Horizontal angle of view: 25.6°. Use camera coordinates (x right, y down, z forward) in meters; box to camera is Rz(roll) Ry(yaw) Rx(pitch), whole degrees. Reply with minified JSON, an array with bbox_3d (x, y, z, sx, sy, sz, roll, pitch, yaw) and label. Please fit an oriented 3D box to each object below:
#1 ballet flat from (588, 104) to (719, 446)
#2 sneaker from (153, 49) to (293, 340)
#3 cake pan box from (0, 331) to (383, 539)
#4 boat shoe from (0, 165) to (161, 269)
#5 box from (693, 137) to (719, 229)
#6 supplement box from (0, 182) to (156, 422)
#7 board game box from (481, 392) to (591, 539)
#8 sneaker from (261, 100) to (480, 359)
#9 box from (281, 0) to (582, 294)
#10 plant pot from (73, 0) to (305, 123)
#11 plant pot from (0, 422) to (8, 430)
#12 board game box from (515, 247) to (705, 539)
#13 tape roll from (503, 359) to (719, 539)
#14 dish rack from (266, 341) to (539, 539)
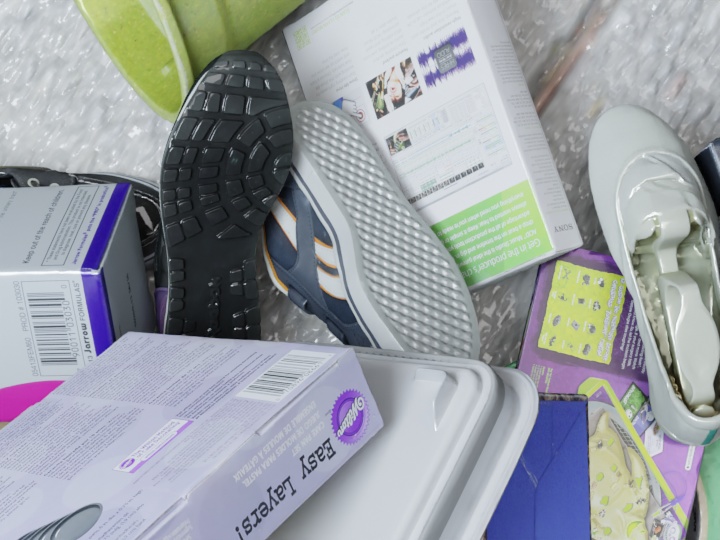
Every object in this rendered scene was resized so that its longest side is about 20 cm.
[{"bbox_3d":[0.178,-0.002,0.895,0.068,0.069,0.203,-11,83,-1],"label":"ballet flat"},{"bbox_3d":[-0.094,-0.038,0.931,0.075,0.088,0.202,2,114,-22],"label":"sneaker"},{"bbox_3d":[-0.112,0.099,0.752,0.200,0.183,0.053,-41,120,-37],"label":"cake pan box"},{"bbox_3d":[-0.208,-0.035,0.972,0.197,0.066,0.071,6,83,1],"label":"boat shoe"},{"bbox_3d":[0.312,-0.028,0.950,0.197,0.107,0.150,-18,84,-1],"label":"box"},{"bbox_3d":[-0.228,0.020,0.911,0.197,0.104,0.102,-2,122,5],"label":"supplement box"},{"bbox_3d":[0.022,0.151,0.880,0.198,0.096,0.162,-7,80,44],"label":"board game box"},{"bbox_3d":[0.000,0.000,0.922,0.078,0.080,0.201,-3,53,-36],"label":"sneaker"},{"bbox_3d":[0.039,-0.083,0.951,0.144,0.036,0.203,-24,80,41],"label":"box"},{"bbox_3d":[-0.081,-0.221,0.945,0.183,0.200,0.202,-32,84,-15],"label":"plant pot"},{"bbox_3d":[-0.176,0.167,0.903,0.198,0.201,0.136,-18,114,-2],"label":"plant pot"},{"bbox_3d":[0.142,0.094,0.929,0.118,0.032,0.203,14,83,5],"label":"board game box"},{"bbox_3d":[0.133,0.149,0.960,0.197,0.048,0.204,0,83,0],"label":"tape roll"},{"bbox_3d":[-0.020,0.106,0.789,0.044,0.199,0.173,44,64,-33],"label":"dish rack"}]
